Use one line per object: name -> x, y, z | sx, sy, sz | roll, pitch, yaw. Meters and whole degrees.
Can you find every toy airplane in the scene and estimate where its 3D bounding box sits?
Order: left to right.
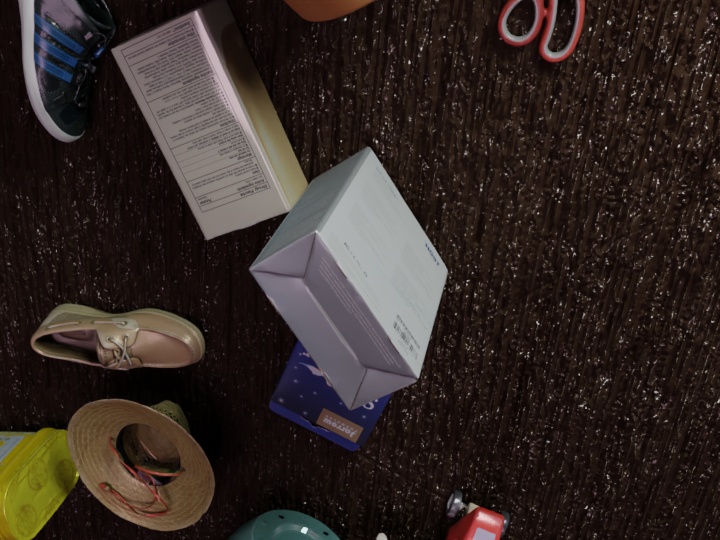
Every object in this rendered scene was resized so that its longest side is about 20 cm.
toy airplane -> 0.099, 0.370, 0.991 | 0.198, 0.142, 0.201 | -18, 111, 22

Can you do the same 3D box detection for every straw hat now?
straw hat -> -0.243, 0.204, 1.028 | 0.198, 0.085, 0.204 | 9, 123, 14

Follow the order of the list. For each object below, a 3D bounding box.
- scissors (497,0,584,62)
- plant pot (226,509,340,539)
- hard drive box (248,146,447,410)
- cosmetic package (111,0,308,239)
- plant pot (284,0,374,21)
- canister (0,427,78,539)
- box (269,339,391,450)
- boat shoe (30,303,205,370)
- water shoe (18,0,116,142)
scissors -> 0.164, -0.276, 0.721 | 0.072, 0.014, 0.203 | 13, 118, 10
plant pot -> -0.097, 0.387, 1.026 | 0.198, 0.201, 0.163 | 25, 109, 0
hard drive box -> 0.000, 0.000, 0.795 | 0.076, 0.201, 0.157 | -27, 107, 25
cosmetic package -> -0.139, -0.143, 0.831 | 0.104, 0.071, 0.202 | -15, 112, 20
plant pot -> -0.027, -0.291, 0.670 | 0.198, 0.202, 0.141 | -20, 127, 22
canister -> -0.474, 0.262, 1.082 | 0.197, 0.149, 0.088 | -3, 116, 18
box -> -0.022, 0.115, 0.956 | 0.120, 0.032, 0.202 | 26, 121, 0
boat shoe -> -0.274, 0.086, 0.986 | 0.197, 0.065, 0.072 | 4, 117, 13
water shoe -> -0.275, -0.218, 0.829 | 0.078, 0.072, 0.203 | 5, 118, 10
